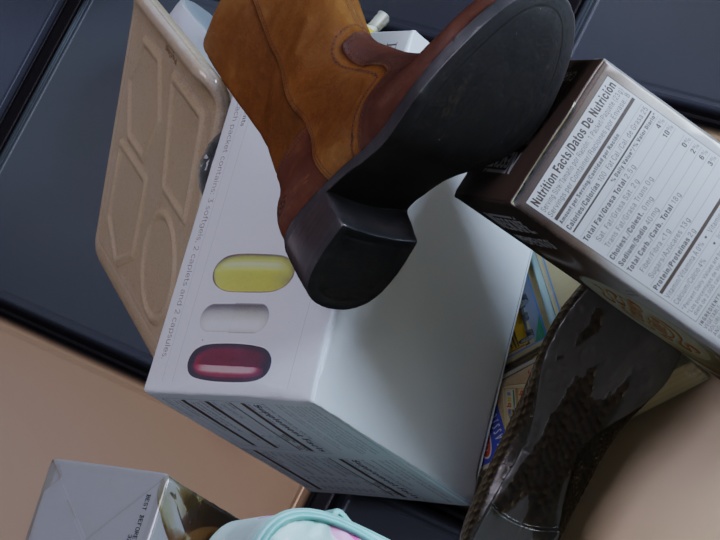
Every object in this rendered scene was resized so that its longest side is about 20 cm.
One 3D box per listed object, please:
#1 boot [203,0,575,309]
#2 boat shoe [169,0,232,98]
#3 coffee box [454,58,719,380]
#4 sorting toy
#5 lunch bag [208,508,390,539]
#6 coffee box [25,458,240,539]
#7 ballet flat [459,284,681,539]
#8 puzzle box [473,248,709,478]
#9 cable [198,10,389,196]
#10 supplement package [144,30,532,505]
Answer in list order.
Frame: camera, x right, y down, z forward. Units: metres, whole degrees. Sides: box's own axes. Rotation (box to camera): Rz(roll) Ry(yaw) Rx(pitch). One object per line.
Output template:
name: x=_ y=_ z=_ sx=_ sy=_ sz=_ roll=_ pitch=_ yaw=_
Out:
boot: x=0.008 y=-0.110 z=1.019 sx=0.189 sy=0.068 sz=0.200 roll=-57 pitch=37 yaw=32
boat shoe: x=-0.086 y=-0.094 z=1.325 sx=0.068 sy=0.073 sz=0.199 roll=-50 pitch=46 yaw=11
coffee box: x=0.154 y=-0.010 z=1.005 sx=0.080 sy=0.200 sz=0.114 roll=-56 pitch=11 yaw=-3
sorting toy: x=-0.111 y=-0.052 z=1.257 sx=0.185 sy=0.036 sz=0.201 roll=-128 pitch=41 yaw=-58
lunch bag: x=0.002 y=0.203 z=1.019 sx=0.077 sy=0.199 sz=0.161 roll=-14 pitch=54 yaw=61
coffee box: x=-0.086 y=0.184 z=1.092 sx=0.080 sy=0.200 sz=0.113 roll=4 pitch=67 yaw=34
ballet flat: x=0.105 y=0.076 z=1.088 sx=0.201 sy=0.067 sz=0.046 roll=-64 pitch=8 yaw=6
puzzle box: x=0.098 y=0.002 z=1.173 sx=0.133 sy=0.025 sz=0.201 roll=-30 pitch=53 yaw=20
cable: x=-0.035 y=-0.070 z=1.217 sx=0.050 sy=0.098 sz=0.200 roll=22 pitch=37 yaw=28
supplement package: x=0.000 y=0.000 z=1.123 sx=0.111 sy=0.156 sz=0.201 roll=1 pitch=67 yaw=36
